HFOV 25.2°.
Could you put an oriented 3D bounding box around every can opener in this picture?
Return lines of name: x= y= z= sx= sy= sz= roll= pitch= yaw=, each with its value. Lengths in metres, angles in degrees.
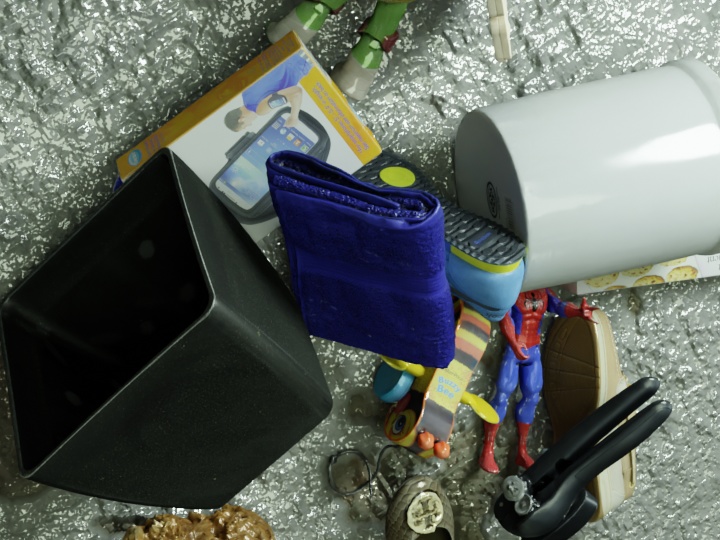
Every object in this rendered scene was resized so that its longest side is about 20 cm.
can opener: x=0.192 y=0.164 z=1.404 sx=0.079 sy=0.063 sz=0.200 roll=14 pitch=122 yaw=-45

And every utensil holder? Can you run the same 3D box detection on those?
utensil holder: x=0.199 y=-0.077 z=1.352 sx=0.200 sy=0.170 sz=0.170 roll=-12 pitch=106 yaw=-14

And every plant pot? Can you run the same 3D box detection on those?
plant pot: x=-0.137 y=0.065 z=1.231 sx=0.200 sy=0.200 sz=0.177 roll=-42 pitch=129 yaw=16

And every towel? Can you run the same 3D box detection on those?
towel: x=0.000 y=0.000 z=1.269 sx=0.050 sy=0.148 sz=0.200 roll=-57 pitch=154 yaw=-30

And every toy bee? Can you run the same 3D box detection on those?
toy bee: x=0.063 y=0.117 z=1.376 sx=0.131 sy=0.109 sz=0.200 roll=8 pitch=99 yaw=-23

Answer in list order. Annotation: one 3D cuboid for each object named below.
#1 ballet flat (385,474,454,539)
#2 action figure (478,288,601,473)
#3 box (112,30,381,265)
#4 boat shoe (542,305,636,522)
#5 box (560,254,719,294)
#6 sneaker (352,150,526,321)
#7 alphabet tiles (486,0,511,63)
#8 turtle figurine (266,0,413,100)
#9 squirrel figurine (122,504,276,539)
ballet flat: x=0.060 y=0.274 z=1.427 sx=0.067 sy=0.046 sz=0.200 roll=-13 pitch=116 yaw=-22
action figure: x=0.153 y=0.085 z=1.410 sx=0.065 sy=0.099 sz=0.200 roll=0 pitch=99 yaw=-21
box: x=-0.097 y=-0.084 z=1.279 sx=0.200 sy=0.041 sz=0.119 roll=-37 pitch=123 yaw=5
boat shoe: x=0.214 y=0.124 z=1.459 sx=0.069 sy=0.074 sz=0.200 roll=-14 pitch=108 yaw=-37
box: x=0.275 y=-0.012 z=1.461 sx=0.200 sy=0.039 sz=0.041 roll=-6 pitch=105 yaw=-19
sneaker: x=0.047 y=-0.028 z=1.313 sx=0.066 sy=0.200 sz=0.079 roll=-30 pitch=144 yaw=-38
alphabet tiles: x=0.101 y=-0.266 z=1.257 sx=0.015 sy=0.200 sz=0.196 roll=-7 pitch=145 yaw=7
turtle figurine: x=0.015 y=-0.251 z=1.294 sx=0.144 sy=0.200 sz=0.194 roll=14 pitch=122 yaw=-49
squirrel figurine: x=-0.148 y=0.296 z=1.343 sx=0.186 sy=0.142 sz=0.200 roll=-14 pitch=93 yaw=-6
